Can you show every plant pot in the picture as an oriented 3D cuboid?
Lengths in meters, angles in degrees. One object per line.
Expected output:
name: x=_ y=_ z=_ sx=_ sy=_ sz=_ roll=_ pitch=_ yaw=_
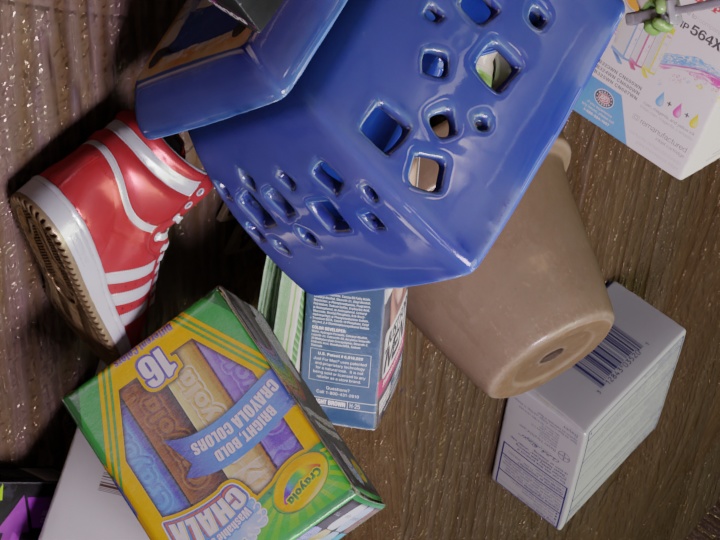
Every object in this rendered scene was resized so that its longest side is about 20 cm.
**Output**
plant pot: x=0.100 y=-0.004 z=1.727 sx=0.200 sy=0.175 sz=0.200 roll=-27 pitch=161 yaw=-11
plant pot: x=-0.002 y=-0.118 z=1.306 sx=0.200 sy=0.180 sz=0.200 roll=-9 pitch=-133 yaw=59

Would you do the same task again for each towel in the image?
towel: x=-0.048 y=0.024 z=1.596 sx=0.200 sy=0.023 sz=0.153 roll=40 pitch=59 yaw=-80

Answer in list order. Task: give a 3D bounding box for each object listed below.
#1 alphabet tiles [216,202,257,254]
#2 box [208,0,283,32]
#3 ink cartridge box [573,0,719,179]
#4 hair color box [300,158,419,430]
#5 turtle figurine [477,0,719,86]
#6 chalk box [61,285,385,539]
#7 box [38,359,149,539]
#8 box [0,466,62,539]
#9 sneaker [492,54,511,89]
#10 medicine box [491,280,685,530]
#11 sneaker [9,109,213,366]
alphabet tiles: x=-0.027 y=-0.090 z=1.631 sx=0.200 sy=0.006 sz=0.167 roll=-18 pitch=140 yaw=-59
box: x=-0.101 y=-0.224 z=0.977 sx=0.125 sy=0.200 sz=0.149 roll=-53 pitch=159 yaw=-4
ink cartridge box: x=0.292 y=-0.207 z=1.972 sx=0.125 sy=0.128 sz=0.201 roll=-29 pitch=147 yaw=-49
hair color box: x=0.000 y=0.000 z=1.613 sx=0.100 sy=0.060 sz=0.201 roll=-63 pitch=159 yaw=-64
turtle figurine: x=0.148 y=-0.189 z=1.624 sx=0.144 sy=0.200 sz=0.194 roll=-15 pitch=144 yaw=-40
chalk box: x=-0.071 y=0.132 z=1.418 sx=0.124 sy=0.200 sz=0.124 roll=-34 pitch=167 yaw=2
box: x=-0.136 y=0.173 z=1.593 sx=0.200 sy=0.106 sz=0.153 roll=77 pitch=27 yaw=-64
box: x=-0.260 y=0.228 z=1.517 sx=0.143 sy=0.036 sz=0.201 roll=12 pitch=99 yaw=-68
sneaker: x=0.147 y=-0.201 z=1.772 sx=0.200 sy=0.081 sz=0.083 roll=-51 pitch=176 yaw=20
medicine box: x=0.243 y=0.146 z=2.457 sx=0.182 sy=0.103 sz=0.200 roll=-42 pitch=157 yaw=-30
sneaker: x=-0.141 y=-0.019 z=1.402 sx=0.112 sy=0.071 sz=0.200 roll=-43 pitch=155 yaw=-18
